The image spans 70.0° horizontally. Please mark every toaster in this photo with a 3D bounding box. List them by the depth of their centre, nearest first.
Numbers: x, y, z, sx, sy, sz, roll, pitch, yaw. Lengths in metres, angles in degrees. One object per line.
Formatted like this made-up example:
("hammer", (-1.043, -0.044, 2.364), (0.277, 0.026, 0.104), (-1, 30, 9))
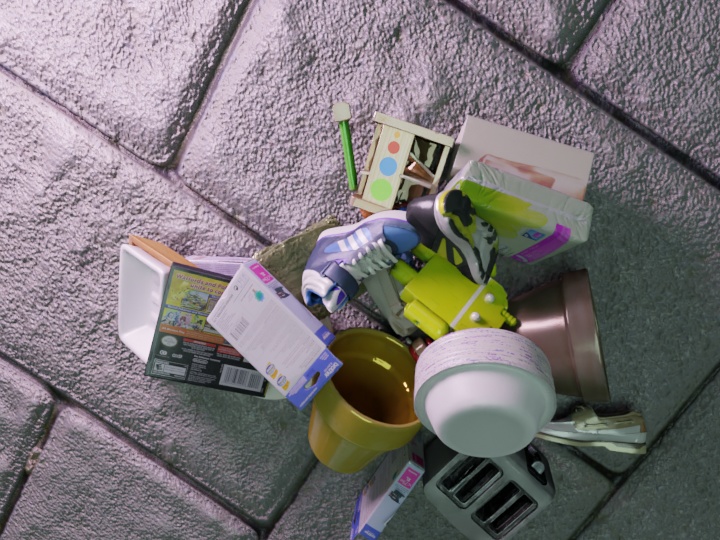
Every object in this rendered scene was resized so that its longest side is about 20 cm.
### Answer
("toaster", (0.211, 0.359, 0.907), (0.181, 0.119, 0.200), (43, 103, -3))

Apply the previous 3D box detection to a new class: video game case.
("video game case", (-0.225, 0.100, 0.829), (0.196, 0.025, 0.184), (15, 98, -18))

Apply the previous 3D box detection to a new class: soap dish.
("soap dish", (-0.347, 0.057, 0.890), (0.156, 0.081, 0.204), (25, 114, 33))

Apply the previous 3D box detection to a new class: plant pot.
("plant pot", (0.292, 0.112, 0.825), (0.171, 0.200, 0.204), (-11, 101, 26))
("plant pot", (-0.001, 0.234, 0.872), (0.198, 0.202, 0.191), (27, 125, 0))

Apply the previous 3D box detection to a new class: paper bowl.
("paper bowl", (0.173, 0.185, 0.728), (0.196, 0.105, 0.203), (5, 132, 6))

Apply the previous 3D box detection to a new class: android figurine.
("android figurine", (0.145, 0.035, 0.786), (0.199, 0.182, 0.041), (40, 146, 14))

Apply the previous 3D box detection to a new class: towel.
("towel", (-0.080, 0.007, 0.845), (0.036, 0.199, 0.150), (-19, 100, 50))

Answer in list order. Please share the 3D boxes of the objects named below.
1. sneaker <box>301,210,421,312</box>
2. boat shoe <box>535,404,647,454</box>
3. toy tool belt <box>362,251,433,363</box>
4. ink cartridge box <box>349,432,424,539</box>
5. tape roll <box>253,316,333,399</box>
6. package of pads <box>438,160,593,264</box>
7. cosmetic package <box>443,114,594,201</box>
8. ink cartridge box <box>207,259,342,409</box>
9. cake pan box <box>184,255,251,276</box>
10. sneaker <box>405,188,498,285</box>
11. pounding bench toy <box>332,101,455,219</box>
("sneaker", (0.000, 0.000, 0.761), (0.197, 0.149, 0.081), (-9, 140, 31))
("boat shoe", (0.390, 0.269, 0.897), (0.195, 0.075, 0.070), (4, 83, 7))
("toy tool belt", (0.095, 0.045, 0.848), (0.122, 0.125, 0.202), (-36, 77, 7))
("ink cartridge box", (0.048, 0.394, 0.932), (0.042, 0.119, 0.202), (33, 103, -3))
("tape roll", (-0.145, 0.123, 0.889), (0.198, 0.037, 0.207), (-3, 103, -13))
("package of pads", (0.215, -0.081, 0.770), (0.196, 0.155, 0.069), (20, 77, -6))
("cosmetic package", (0.238, -0.153, 0.795), (0.196, 0.103, 0.089), (18, 83, 4))
("ink cartridge box", (-0.122, 0.096, 0.757), (0.200, 0.042, 0.120), (44, 116, 6))
("cake pan box", (-0.221, 0.070, 0.931), (0.195, 0.052, 0.188), (1, 104, 6))
("sneaker", (0.133, -0.048, 0.724), (0.083, 0.200, 0.075), (10, 64, 39))
("pounding bench toy", (0.029, -0.161, 0.815), (0.196, 0.124, 0.159), (19, 104, 2))
